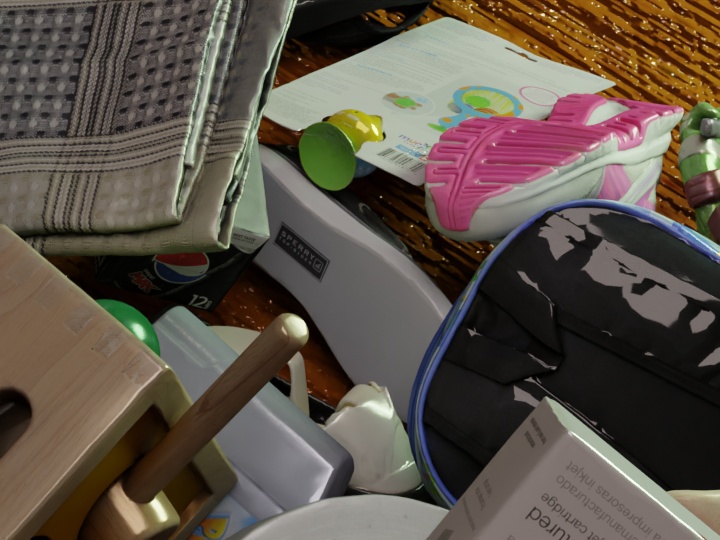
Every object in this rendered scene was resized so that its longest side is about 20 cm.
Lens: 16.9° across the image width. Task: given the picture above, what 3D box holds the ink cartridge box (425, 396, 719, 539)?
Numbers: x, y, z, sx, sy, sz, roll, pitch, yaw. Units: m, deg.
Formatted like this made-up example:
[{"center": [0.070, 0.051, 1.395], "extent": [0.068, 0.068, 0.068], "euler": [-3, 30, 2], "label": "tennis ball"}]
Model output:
[{"center": [0.068, 0.175, 0.946], "extent": [0.147, 0.083, 0.200], "euler": [39, 94, -5], "label": "ink cartridge box"}]

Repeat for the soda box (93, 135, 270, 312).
[{"center": [-0.096, -0.080, 1.212], "extent": [0.070, 0.063, 0.201], "euler": [15, 46, -27], "label": "soda box"}]

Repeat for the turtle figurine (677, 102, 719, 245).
[{"center": [0.237, -0.060, 1.231], "extent": [0.199, 0.195, 0.144], "euler": [-20, 57, -24], "label": "turtle figurine"}]

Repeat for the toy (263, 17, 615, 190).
[{"center": [0.036, -0.079, 1.288], "extent": [0.115, 0.047, 0.200], "euler": [25, 28, 27], "label": "toy"}]

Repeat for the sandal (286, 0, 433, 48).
[{"center": [-0.019, -0.152, 1.355], "extent": [0.199, 0.048, 0.076], "euler": [-14, 46, -1], "label": "sandal"}]

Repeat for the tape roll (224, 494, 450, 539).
[{"center": [0.000, 0.198, 1.035], "extent": [0.199, 0.066, 0.202], "euler": [2, 80, -12], "label": "tape roll"}]

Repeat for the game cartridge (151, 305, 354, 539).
[{"center": [-0.103, 0.128, 1.102], "extent": [0.133, 0.041, 0.200], "euler": [40, 79, 16], "label": "game cartridge"}]

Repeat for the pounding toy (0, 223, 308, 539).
[{"center": [-0.124, 0.084, 1.003], "extent": [0.142, 0.184, 0.200], "euler": [39, 78, 20], "label": "pounding toy"}]

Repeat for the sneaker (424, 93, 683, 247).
[{"center": [0.100, -0.032, 1.216], "extent": [0.081, 0.089, 0.200], "euler": [12, 17, 34], "label": "sneaker"}]

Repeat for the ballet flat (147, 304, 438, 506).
[{"center": [-0.028, 0.078, 1.161], "extent": [0.199, 0.069, 0.068], "euler": [26, 34, 10], "label": "ballet flat"}]

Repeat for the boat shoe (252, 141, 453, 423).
[{"center": [0.000, 0.000, 1.231], "extent": [0.200, 0.069, 0.056], "euler": [45, 32, 22], "label": "boat shoe"}]

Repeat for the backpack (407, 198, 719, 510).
[{"center": [0.124, 0.072, 1.117], "extent": [0.199, 0.147, 0.184], "euler": [32, 87, -1], "label": "backpack"}]

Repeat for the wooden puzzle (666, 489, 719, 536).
[{"center": [0.198, 0.182, 1.039], "extent": [0.199, 0.186, 0.037], "euler": [1, 13, -27], "label": "wooden puzzle"}]

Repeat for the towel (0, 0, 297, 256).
[{"center": [-0.132, -0.091, 1.153], "extent": [0.199, 0.035, 0.194], "euler": [0, 55, 20], "label": "towel"}]
